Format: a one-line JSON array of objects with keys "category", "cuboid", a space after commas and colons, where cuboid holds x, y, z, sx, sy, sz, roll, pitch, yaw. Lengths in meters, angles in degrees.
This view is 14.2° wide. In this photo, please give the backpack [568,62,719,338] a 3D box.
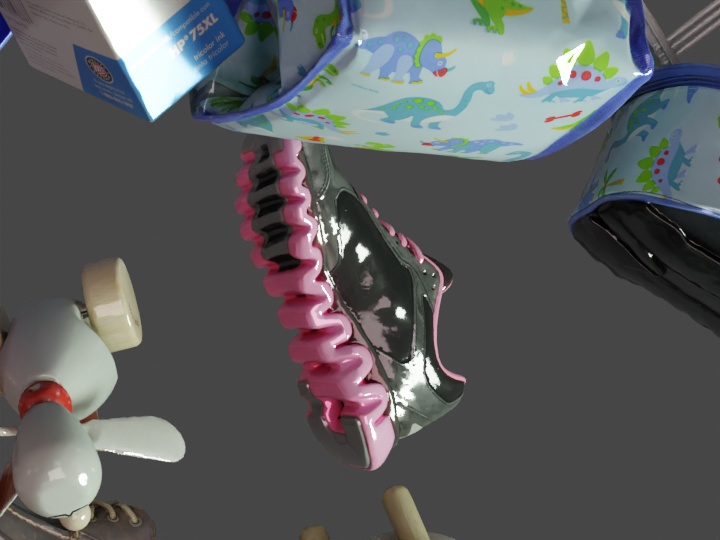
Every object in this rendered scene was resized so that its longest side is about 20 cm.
[{"category": "backpack", "cuboid": [0.219, -0.036, 1.486, 0.199, 0.183, 0.148, 24, 75, -12]}]

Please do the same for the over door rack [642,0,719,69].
[{"category": "over door rack", "cuboid": [0.171, -0.210, 1.468, 0.147, 0.067, 0.200, -37, 138, -1]}]

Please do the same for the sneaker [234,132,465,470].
[{"category": "sneaker", "cuboid": [0.000, 0.000, 1.533, 0.095, 0.079, 0.201, -23, 104, -23]}]

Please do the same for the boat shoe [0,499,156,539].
[{"category": "boat shoe", "cuboid": [-0.139, 0.156, 1.546, 0.200, 0.074, 0.073, 39, 85, -20]}]

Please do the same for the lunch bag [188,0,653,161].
[{"category": "lunch bag", "cuboid": [0.024, -0.114, 1.408, 0.169, 0.200, 0.128, 6, 67, -21]}]

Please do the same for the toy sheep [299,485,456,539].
[{"category": "toy sheep", "cuboid": [0.027, 0.201, 1.522, 0.137, 0.200, 0.139, -7, 63, 13]}]

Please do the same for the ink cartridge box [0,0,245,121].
[{"category": "ink cartridge box", "cuboid": [-0.146, -0.177, 1.353, 0.067, 0.116, 0.201, -41, 128, -19]}]

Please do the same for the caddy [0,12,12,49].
[{"category": "caddy", "cuboid": [-0.252, -0.138, 1.421, 0.200, 0.105, 0.142, -42, 133, -10]}]

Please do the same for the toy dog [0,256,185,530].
[{"category": "toy dog", "cuboid": [-0.154, 0.080, 1.480, 0.131, 0.200, 0.097, -8, 121, 21]}]
